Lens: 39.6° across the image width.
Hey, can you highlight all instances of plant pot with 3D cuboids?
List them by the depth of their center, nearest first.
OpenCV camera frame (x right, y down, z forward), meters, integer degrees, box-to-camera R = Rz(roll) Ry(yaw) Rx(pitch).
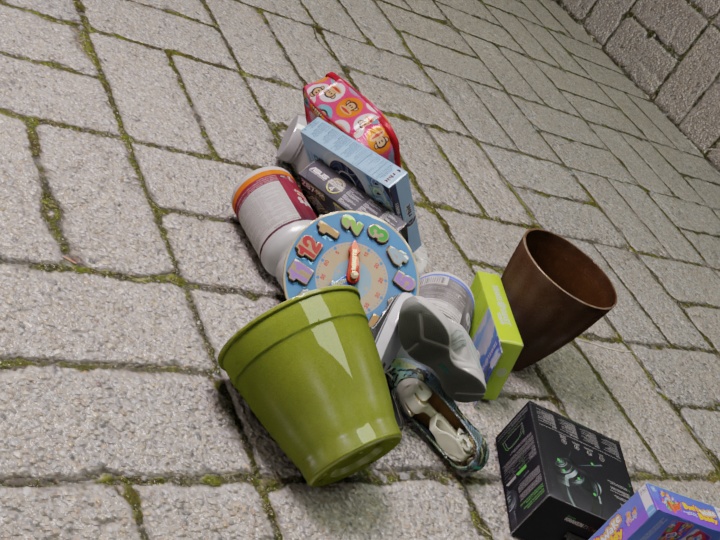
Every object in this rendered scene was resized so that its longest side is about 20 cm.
[{"bbox_3d":[-0.047,0.154,1.238,0.200,0.200,0.194,-5,60,-49],"label":"plant pot"},{"bbox_3d":[0.292,0.066,1.673,0.186,0.200,0.187,26,31,-17],"label":"plant pot"}]

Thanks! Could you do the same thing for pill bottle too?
[{"bbox_3d":[-0.115,-0.058,1.531,0.109,0.110,0.200,5,41,-41],"label":"pill bottle"},{"bbox_3d":[0.109,0.094,1.536,0.113,0.114,0.200,33,30,-3],"label":"pill bottle"},{"bbox_3d":[-0.044,-0.198,1.803,0.199,0.113,0.113,25,31,-16],"label":"pill bottle"}]

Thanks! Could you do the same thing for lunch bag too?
[{"bbox_3d":[-0.014,-0.211,1.652,0.082,0.177,0.200,-33,57,-15],"label":"lunch bag"}]

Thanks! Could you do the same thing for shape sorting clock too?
[{"bbox_3d":[-0.012,0.012,1.414,0.198,0.039,0.201,3,75,-9],"label":"shape sorting clock"}]

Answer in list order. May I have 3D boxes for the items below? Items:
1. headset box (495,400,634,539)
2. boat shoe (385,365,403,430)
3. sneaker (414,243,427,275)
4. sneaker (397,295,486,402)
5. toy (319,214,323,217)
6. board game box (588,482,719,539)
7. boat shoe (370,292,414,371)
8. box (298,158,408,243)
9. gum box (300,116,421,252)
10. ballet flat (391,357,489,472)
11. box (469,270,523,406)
[{"bbox_3d":[0.298,0.312,1.430,0.173,0.093,0.201,25,31,-18],"label":"headset box"},{"bbox_3d":[0.013,0.147,1.410,0.071,0.068,0.201,13,38,-36],"label":"boat shoe"},{"bbox_3d":[0.038,-0.041,1.668,0.076,0.081,0.200,2,35,-40],"label":"sneaker"},{"bbox_3d":[0.110,0.097,1.378,0.201,0.070,0.081,53,29,-35],"label":"sneaker"},{"bbox_3d":[0.000,0.000,1.506,0.115,0.047,0.201,-102,169,-87],"label":"toy"},{"bbox_3d":[0.368,0.372,1.305,0.134,0.200,0.045,22,31,-21],"label":"board game box"},{"bbox_3d":[0.011,0.112,1.359,0.056,0.201,0.069,22,-17,19],"label":"boat shoe"},{"bbox_3d":[-0.008,-0.063,1.569,0.049,0.162,0.200,-41,59,-20],"label":"box"},{"bbox_3d":[0.002,-0.128,1.569,0.045,0.170,0.200,-40,54,-20],"label":"gum box"},{"bbox_3d":[0.102,0.202,1.405,0.200,0.074,0.074,43,31,14],"label":"ballet flat"},{"bbox_3d":[0.203,0.109,1.595,0.047,0.122,0.201,10,35,-14],"label":"box"}]
